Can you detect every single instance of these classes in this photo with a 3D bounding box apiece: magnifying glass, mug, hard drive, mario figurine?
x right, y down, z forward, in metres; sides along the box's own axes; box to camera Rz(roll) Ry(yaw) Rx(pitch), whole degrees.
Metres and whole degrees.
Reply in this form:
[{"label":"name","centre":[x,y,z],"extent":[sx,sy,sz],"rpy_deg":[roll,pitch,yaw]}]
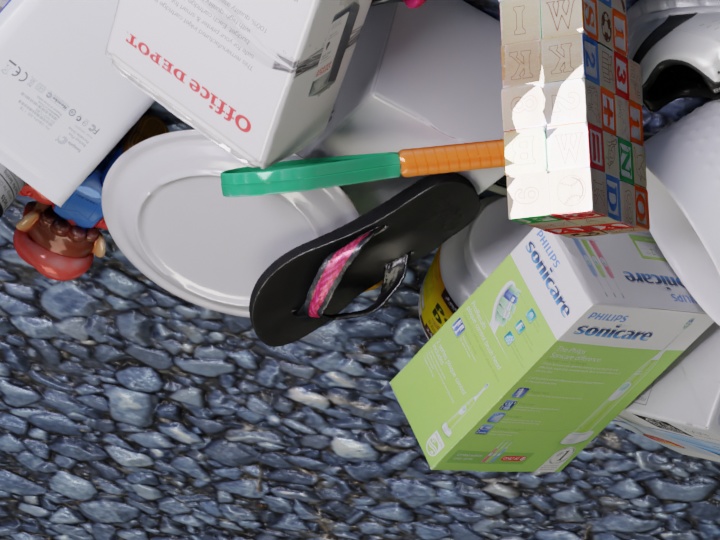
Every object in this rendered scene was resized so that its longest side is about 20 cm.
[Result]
[{"label":"magnifying glass","centre":[0.005,-0.069,1.326],"extent":[0.199,0.022,0.080],"rpy_deg":[-8,-173,-5]},{"label":"mug","centre":[0.302,-0.055,1.345],"extent":[0.175,0.200,0.148],"rpy_deg":[-31,115,-3]},{"label":"hard drive","centre":[-0.197,-0.157,1.401],"extent":[0.200,0.025,0.132],"rpy_deg":[-48,128,4]},{"label":"mario figurine","centre":[-0.235,-0.078,1.650],"extent":[0.124,0.106,0.200],"rpy_deg":[49,135,8]}]

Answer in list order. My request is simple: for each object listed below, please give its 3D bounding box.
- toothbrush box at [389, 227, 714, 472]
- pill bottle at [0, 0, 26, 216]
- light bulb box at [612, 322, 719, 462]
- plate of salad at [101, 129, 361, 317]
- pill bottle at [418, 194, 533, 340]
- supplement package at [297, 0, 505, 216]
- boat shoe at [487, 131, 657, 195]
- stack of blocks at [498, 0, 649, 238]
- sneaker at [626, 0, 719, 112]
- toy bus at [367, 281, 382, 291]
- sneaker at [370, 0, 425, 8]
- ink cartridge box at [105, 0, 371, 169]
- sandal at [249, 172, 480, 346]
[{"label":"toothbrush box","centre":[0.143,0.060,1.461],"extent":[0.145,0.086,0.200],"rpy_deg":[5,138,-41]},{"label":"pill bottle","centre":[-0.297,-0.099,1.467],"extent":[0.116,0.200,0.116],"rpy_deg":[31,161,12]},{"label":"light bulb box","centre":[0.286,0.082,1.574],"extent":[0.200,0.125,0.198],"rpy_deg":[26,172,-37]},{"label":"plate of salad","centre":[-0.090,-0.037,1.436],"extent":[0.199,0.048,0.200],"rpy_deg":[9,140,7]},{"label":"pill bottle","centre":[0.111,0.007,1.573],"extent":[0.109,0.110,0.200],"rpy_deg":[13,163,-2]},{"label":"supplement package","centre":[0.021,-0.105,1.447],"extent":[0.121,0.120,0.200],"rpy_deg":[27,146,-19]},{"label":"boat shoe","centre":[0.166,-0.090,1.479],"extent":[0.199,0.075,0.066],"rpy_deg":[13,126,25]},{"label":"stack of blocks","centre":[0.140,-0.128,1.290],"extent":[0.058,0.201,0.115],"rpy_deg":[-5,173,26]},{"label":"sneaker","centre":[0.273,-0.152,1.327],"extent":[0.200,0.080,0.074],"rpy_deg":[-10,141,29]},{"label":"toy bus","centre":[-0.060,-0.046,1.613],"extent":[0.065,0.078,0.200],"rpy_deg":[-14,141,37]},{"label":"sneaker","centre":[-0.038,-0.215,1.334],"extent":[0.199,0.075,0.081],"rpy_deg":[-2,146,23]},{"label":"ink cartridge box","centre":[-0.071,-0.188,1.270],"extent":[0.146,0.085,0.200],"rpy_deg":[37,129,17]},{"label":"sandal","centre":[0.000,0.000,1.395],"extent":[0.200,0.045,0.075],"rpy_deg":[-33,139,22]}]
